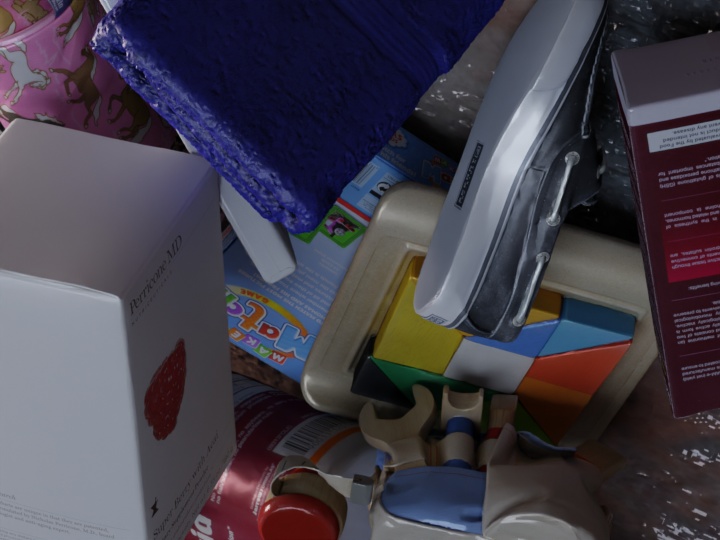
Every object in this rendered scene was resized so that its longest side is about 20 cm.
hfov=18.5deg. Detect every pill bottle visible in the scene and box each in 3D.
[{"bbox_3d":[-0.069,0.129,1.378,0.199,0.114,0.115,19,137,39],"label":"pill bottle"}]

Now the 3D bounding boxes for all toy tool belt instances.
[{"bbox_3d":[0.049,0.125,1.262,0.199,0.123,0.125,11,129,4],"label":"toy tool belt"}]

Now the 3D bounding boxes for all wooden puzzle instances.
[{"bbox_3d":[0.073,0.043,1.264,0.184,0.037,0.200,15,140,-7],"label":"wooden puzzle"}]

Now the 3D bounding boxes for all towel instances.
[{"bbox_3d":[-0.028,-0.127,1.106,0.148,0.200,0.050,43,148,-8],"label":"towel"}]

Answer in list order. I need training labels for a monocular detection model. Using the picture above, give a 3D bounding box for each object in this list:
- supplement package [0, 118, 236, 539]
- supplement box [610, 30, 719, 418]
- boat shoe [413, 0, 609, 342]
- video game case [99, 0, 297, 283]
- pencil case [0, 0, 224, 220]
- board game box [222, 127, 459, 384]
[{"bbox_3d":[-0.143,0.044,1.140,0.119,0.121,0.201,12,131,17],"label":"supplement package"},{"bbox_3d":[0.197,-0.025,1.140,0.108,0.061,0.201,-11,125,4],"label":"supplement box"},{"bbox_3d":[0.095,-0.057,1.153,0.067,0.072,0.201,19,99,-15],"label":"boat shoe"},{"bbox_3d":[-0.098,-0.110,1.185,0.023,0.182,0.200,-28,115,4],"label":"video game case"},{"bbox_3d":[-0.146,-0.090,1.218,0.086,0.083,0.200,-11,137,20],"label":"pencil case"},{"bbox_3d":[0.000,0.000,1.297,0.151,0.037,0.200,32,135,-14],"label":"board game box"}]
